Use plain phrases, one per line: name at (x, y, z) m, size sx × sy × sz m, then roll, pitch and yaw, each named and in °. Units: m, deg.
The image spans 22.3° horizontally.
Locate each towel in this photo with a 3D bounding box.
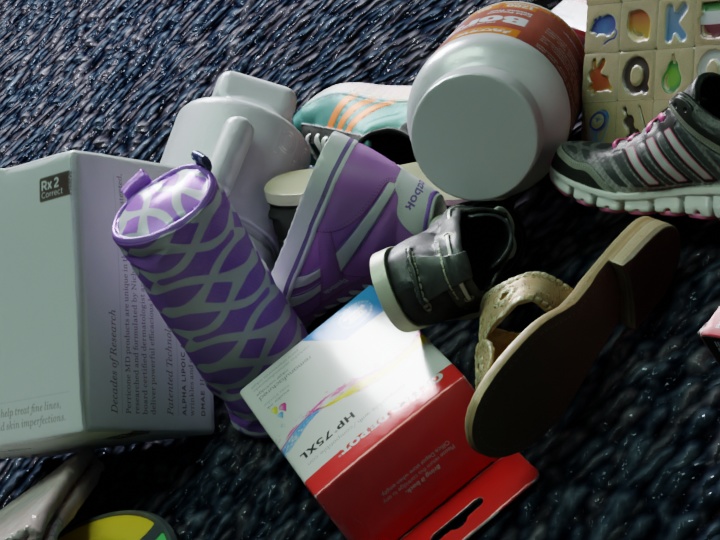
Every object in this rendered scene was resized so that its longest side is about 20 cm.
towel at (-0.272, 0.211, 1.255) m, size 0.200 × 0.032 × 0.191 m, roll -36°, pitch 7°, yaw 8°

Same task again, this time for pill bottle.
pill bottle at (0.094, -0.115, 1.256) m, size 0.112 × 0.113 × 0.200 m, roll -26°, pitch 10°, yaw 19°

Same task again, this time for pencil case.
pencil case at (-0.096, 0.022, 1.235) m, size 0.084 × 0.201 × 0.085 m, roll -41°, pitch 33°, yaw -21°

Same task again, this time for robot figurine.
robot figurine at (-0.108, -0.055, 1.428) m, size 0.112 × 0.170 × 0.201 m, roll 15°, pitch 67°, yaw 5°

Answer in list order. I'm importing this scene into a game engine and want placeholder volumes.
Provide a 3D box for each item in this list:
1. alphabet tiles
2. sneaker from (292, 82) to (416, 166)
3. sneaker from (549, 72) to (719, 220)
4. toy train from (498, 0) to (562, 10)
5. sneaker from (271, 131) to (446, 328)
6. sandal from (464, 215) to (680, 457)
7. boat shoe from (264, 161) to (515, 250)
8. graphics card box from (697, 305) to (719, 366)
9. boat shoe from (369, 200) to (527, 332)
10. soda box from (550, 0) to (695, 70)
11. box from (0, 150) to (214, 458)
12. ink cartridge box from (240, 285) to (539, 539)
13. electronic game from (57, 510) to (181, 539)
alphabet tiles at (0.208, -0.146, 1.199) m, size 0.166 × 0.006 × 0.202 m, roll 3°, pitch 90°, yaw 51°
sneaker at (0.004, -0.099, 1.438) m, size 0.199 × 0.072 × 0.080 m, roll -1°, pitch 39°, yaw 46°
sneaker at (0.202, -0.079, 1.133) m, size 0.073 × 0.088 × 0.199 m, roll -10°, pitch 12°, yaw -43°
toy train at (0.197, -0.241, 1.469) m, size 0.199 × 0.042 × 0.056 m, roll -13°, pitch 26°, yaw 38°
sneaker at (0.000, 0.000, 1.276) m, size 0.201 × 0.114 × 0.073 m, roll 115°, pitch 180°, yaw -53°
sandal at (0.105, 0.032, 1.087) m, size 0.069 × 0.078 × 0.212 m, roll 22°, pitch 47°, yaw 36°
boat shoe at (0.025, -0.042, 1.341) m, size 0.200 × 0.063 × 0.074 m, roll -2°, pitch 22°, yaw 27°
graphics card box at (0.289, 0.017, 0.951) m, size 0.126 × 0.051 × 0.199 m, roll -48°, pitch 28°, yaw -22°
boat shoe at (0.075, -0.009, 1.166) m, size 0.067 × 0.072 × 0.200 m, roll -28°, pitch -1°, yaw 25°
soda box at (0.214, -0.162, 1.300) m, size 0.070 × 0.064 × 0.200 m, roll -41°, pitch 27°, yaw -9°
box at (-0.222, 0.031, 1.337) m, size 0.198 × 0.130 × 0.202 m, roll -11°, pitch 78°, yaw 40°
ink cartridge box at (0.014, 0.099, 1.125) m, size 0.116 × 0.067 × 0.200 m, roll -39°, pitch 28°, yaw -4°
electronic game at (-0.196, 0.236, 1.187) m, size 0.199 × 0.042 × 0.200 m, roll -28°, pitch 29°, yaw 17°
